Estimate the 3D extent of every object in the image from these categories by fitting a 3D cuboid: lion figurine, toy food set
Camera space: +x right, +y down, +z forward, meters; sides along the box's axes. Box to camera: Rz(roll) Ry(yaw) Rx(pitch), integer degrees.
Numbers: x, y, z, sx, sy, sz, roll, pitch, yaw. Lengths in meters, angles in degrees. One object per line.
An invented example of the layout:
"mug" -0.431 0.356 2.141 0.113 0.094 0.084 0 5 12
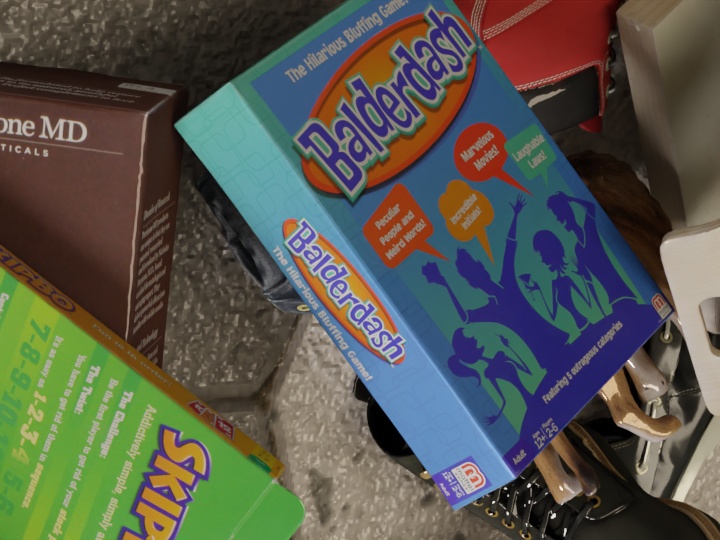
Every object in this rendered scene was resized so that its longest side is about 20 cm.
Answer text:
"lion figurine" 0.110 0.020 1.171 0.123 0.072 0.200 58 27 -7
"toy food set" 0.183 -0.051 1.156 0.144 0.060 0.200 64 36 -50

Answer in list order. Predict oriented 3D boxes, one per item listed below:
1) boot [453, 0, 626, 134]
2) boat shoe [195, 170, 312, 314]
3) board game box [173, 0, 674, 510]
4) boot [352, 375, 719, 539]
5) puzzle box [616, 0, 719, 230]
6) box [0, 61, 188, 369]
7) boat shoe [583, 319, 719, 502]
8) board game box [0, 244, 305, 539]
"boot" 0.124 -0.151 1.198 0.200 0.072 0.145 -34 124 -17
"boat shoe" 0.000 0.000 1.161 0.091 0.071 0.200 -38 125 -5
"board game box" 0.032 -0.021 1.054 0.200 0.045 0.152 53 44 -4
"boot" 0.085 0.117 1.174 0.138 0.200 0.078 24 96 -34
"puzzle box" 0.193 -0.095 1.249 0.133 0.025 0.200 -43 142 -22
"box" -0.135 0.018 1.031 0.100 0.075 0.201 7 102 8
"boat shoe" 0.137 0.107 1.296 0.067 0.072 0.200 25 95 -15
"board game box" -0.123 0.067 0.990 0.200 0.030 0.096 39 106 2
